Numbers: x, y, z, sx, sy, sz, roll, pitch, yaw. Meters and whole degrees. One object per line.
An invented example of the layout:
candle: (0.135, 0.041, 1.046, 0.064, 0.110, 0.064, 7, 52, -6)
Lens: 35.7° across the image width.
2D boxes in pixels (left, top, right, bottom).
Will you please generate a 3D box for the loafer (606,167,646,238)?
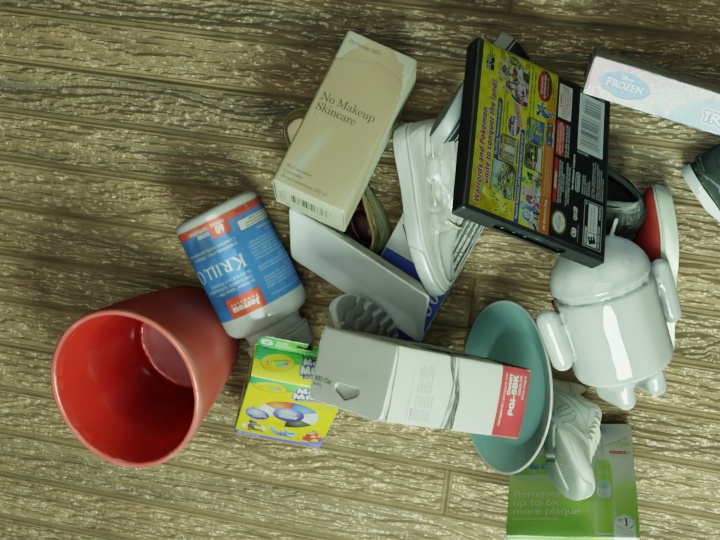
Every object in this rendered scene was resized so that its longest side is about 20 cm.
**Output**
loafer: (0.236, -0.113, 1.258, 0.200, 0.071, 0.068, 37, 69, 23)

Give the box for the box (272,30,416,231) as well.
box: (-0.016, -0.159, 1.275, 0.094, 0.078, 0.202, 23, 76, 5)

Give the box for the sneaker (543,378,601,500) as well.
sneaker: (0.246, 0.184, 1.284, 0.079, 0.201, 0.071, 0, 121, -6)

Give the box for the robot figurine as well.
robot figurine: (0.274, 0.048, 1.224, 0.168, 0.113, 0.202, -22, 104, -16)

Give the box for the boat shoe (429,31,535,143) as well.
boat shoe: (0.152, -0.185, 1.225, 0.091, 0.201, 0.071, 38, 138, -2)

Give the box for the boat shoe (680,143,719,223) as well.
boat shoe: (0.441, -0.050, 1.252, 0.060, 0.076, 0.201, -37, 94, 22)

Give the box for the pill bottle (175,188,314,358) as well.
pill bottle: (-0.134, 0.012, 1.363, 0.111, 0.112, 0.201, -25, 96, 15)

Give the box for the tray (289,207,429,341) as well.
tray: (0.000, 0.000, 1.315, 0.199, 0.022, 0.108, 33, 151, 17)

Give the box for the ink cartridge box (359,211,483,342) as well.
ink cartridge box: (0.078, -0.019, 1.348, 0.093, 0.044, 0.201, 30, 107, 5)

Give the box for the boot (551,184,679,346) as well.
boot: (0.294, 0.000, 1.297, 0.143, 0.072, 0.202, 2, 106, 12)

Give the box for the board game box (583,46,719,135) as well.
board game box: (0.336, -0.184, 1.179, 0.198, 0.199, 0.044, 19, 105, 7)

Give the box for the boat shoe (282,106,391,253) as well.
boat shoe: (-0.030, -0.106, 1.339, 0.074, 0.066, 0.201, -34, 94, 16)

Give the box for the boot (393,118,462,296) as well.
boot: (0.102, -0.074, 1.268, 0.095, 0.073, 0.202, -9, 97, 22)

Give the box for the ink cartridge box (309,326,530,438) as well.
ink cartridge box: (0.066, 0.124, 1.238, 0.146, 0.199, 0.084, 10, 88, 52)

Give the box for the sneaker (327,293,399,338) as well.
sneaker: (0.013, 0.113, 1.347, 0.082, 0.075, 0.201, -6, 128, 46)

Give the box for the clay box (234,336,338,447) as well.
clay box: (-0.083, 0.148, 1.342, 0.114, 0.048, 0.200, 11, 149, -6)

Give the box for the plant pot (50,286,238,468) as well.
plant pot: (-0.246, 0.113, 1.364, 0.198, 0.177, 0.203, 6, 109, 18)

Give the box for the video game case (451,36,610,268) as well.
video game case: (0.182, -0.122, 1.162, 0.179, 0.025, 0.202, 19, 64, -24)

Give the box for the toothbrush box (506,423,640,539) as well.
toothbrush box: (0.245, 0.270, 1.290, 0.144, 0.200, 0.087, -1, 118, 12)

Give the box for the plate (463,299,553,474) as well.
plate: (0.175, 0.135, 1.304, 0.025, 0.200, 0.202, 2, 106, -25)
